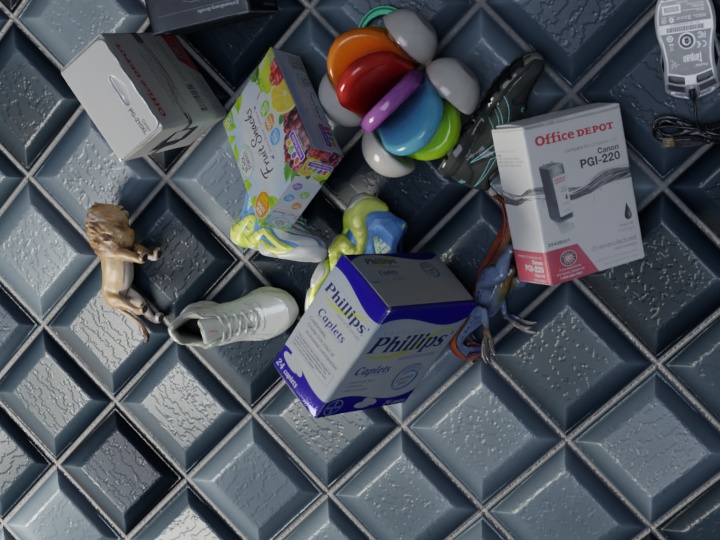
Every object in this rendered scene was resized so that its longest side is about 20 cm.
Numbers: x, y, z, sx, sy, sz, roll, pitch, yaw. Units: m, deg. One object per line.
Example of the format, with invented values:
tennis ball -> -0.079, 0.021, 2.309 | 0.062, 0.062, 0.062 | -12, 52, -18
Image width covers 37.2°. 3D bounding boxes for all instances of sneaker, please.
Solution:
sneaker -> 0.000, 0.000, 1.465 | 0.105, 0.076, 0.201 | 27, 108, 9
sneaker -> 0.183, -0.191, 1.381 | 0.079, 0.075, 0.200 | 33, 117, -7
sneaker -> -0.186, 0.079, 1.537 | 0.199, 0.099, 0.078 | -14, 99, 20
sneaker -> -0.111, -0.072, 1.458 | 0.200, 0.076, 0.106 | 14, 95, 48

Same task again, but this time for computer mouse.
computer mouse -> 0.405, -0.249, 1.303 | 0.109, 0.044, 0.201 | -3, 108, 23

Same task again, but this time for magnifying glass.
magnifying glass -> 0.028, -0.252, 1.433 | 0.079, 0.022, 0.201 | 10, 106, 15

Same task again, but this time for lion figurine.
lion figurine -> -0.358, 0.002, 1.591 | 0.122, 0.072, 0.201 | 15, 111, 21

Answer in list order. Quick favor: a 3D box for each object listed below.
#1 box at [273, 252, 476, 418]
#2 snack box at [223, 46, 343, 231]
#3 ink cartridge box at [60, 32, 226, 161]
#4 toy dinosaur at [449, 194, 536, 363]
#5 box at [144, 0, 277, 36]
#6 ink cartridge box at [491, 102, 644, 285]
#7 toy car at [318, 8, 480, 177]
box -> 0.020, 0.082, 1.405 | 0.105, 0.184, 0.200 | 50, 123, 29
snack box -> -0.106, -0.173, 1.407 | 0.142, 0.053, 0.200 | -52, 45, 34
ink cartridge box -> -0.287, -0.238, 1.440 | 0.084, 0.200, 0.145 | -34, 91, 22
toy dinosaur -> 0.180, 0.035, 1.445 | 0.181, 0.105, 0.201 | -39, 56, 31
box -> -0.212, -0.427, 1.421 | 0.148, 0.107, 0.201 | -8, 100, 19
ink cartridge box -> 0.259, -0.097, 1.329 | 0.145, 0.085, 0.201 | -16, 99, -19
toy car -> 0.039, -0.222, 1.345 | 0.175, 0.150, 0.200 | -42, 85, 21
